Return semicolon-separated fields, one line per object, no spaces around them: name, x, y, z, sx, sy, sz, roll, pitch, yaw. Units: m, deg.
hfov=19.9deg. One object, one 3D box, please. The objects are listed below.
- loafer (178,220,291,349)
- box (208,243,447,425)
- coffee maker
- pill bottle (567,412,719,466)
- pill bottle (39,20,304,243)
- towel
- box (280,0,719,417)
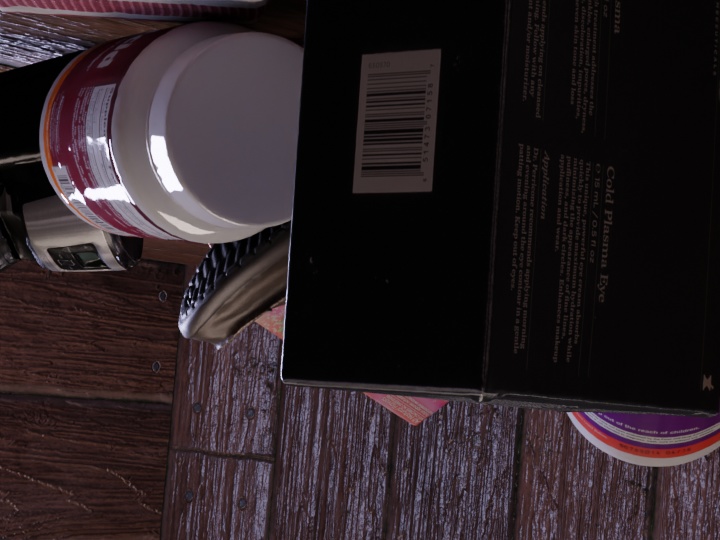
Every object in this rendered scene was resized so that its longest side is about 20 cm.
loafer;-0.011;-0.015;1.098;0.199;0.071;0.073;-36;-160;14
box;0.000;0.000;1.244;0.094;0.103;0.200;-38;141;13
coffee maker;-0.252;-0.077;1.334;0.198;0.194;0.135;-12;-178;4
pill bottle;0.165;0.014;1.110;0.111;0.113;0.201;5;146;6
pill bottle;-0.092;-0.073;1.092;0.113;0.115;0.200;7;180;-25
towel;-0.112;-0.144;0.988;0.143;0.023;0.200;3;179;-6
box;0.067;-0.043;0.850;0.104;0.202;0.181;1;174;39
